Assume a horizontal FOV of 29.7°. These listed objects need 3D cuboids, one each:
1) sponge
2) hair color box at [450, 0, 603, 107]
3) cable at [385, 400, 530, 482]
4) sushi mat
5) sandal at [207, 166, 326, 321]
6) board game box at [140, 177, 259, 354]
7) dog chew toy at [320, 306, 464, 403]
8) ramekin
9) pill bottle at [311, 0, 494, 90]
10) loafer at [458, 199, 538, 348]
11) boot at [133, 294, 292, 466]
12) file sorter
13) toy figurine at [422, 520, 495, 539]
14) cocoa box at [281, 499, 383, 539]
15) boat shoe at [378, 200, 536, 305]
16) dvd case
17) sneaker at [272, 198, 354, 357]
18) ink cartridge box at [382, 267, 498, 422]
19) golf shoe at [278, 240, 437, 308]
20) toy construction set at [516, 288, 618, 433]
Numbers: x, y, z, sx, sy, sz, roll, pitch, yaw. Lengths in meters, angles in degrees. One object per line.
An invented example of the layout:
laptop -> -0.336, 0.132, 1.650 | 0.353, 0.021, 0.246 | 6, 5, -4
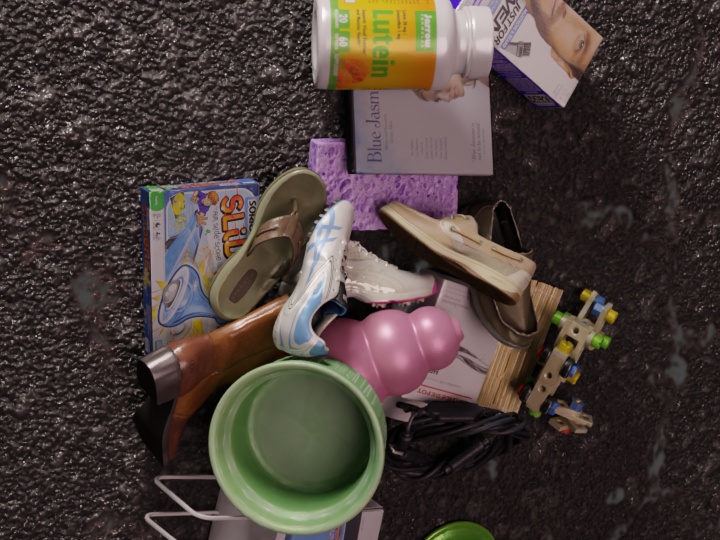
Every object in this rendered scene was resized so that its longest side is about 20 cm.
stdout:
sponge -> 0.030, -0.106, 1.666 | 0.200, 0.030, 0.112 | -4, 105, -26
hair color box -> 0.193, -0.300, 1.668 | 0.200, 0.065, 0.109 | 35, 79, -30
cable -> 0.124, 0.226, 1.749 | 0.200, 0.051, 0.163 | 1, 141, -22
sushi mat -> 0.202, 0.107, 1.820 | 0.096, 0.012, 0.200 | 16, 96, -30
sandal -> -0.098, -0.024, 1.566 | 0.080, 0.057, 0.201 | 32, 88, -30
board game box -> -0.185, -0.003, 1.581 | 0.135, 0.034, 0.200 | -7, 107, -26
dog chew toy -> 0.027, 0.102, 1.640 | 0.200, 0.125, 0.125 | -20, 114, 3
ramekin -> -0.064, 0.190, 1.548 | 0.200, 0.098, 0.200 | 2, 99, 10
pill bottle -> 0.047, -0.261, 1.552 | 0.200, 0.111, 0.111 | 0, 105, -6
loafer -> 0.177, 0.000, 1.690 | 0.075, 0.070, 0.200 | -4, 69, -40
boot -> -0.167, 0.129, 1.599 | 0.200, 0.068, 0.188 | -24, 135, -30
file sorter -> -0.189, 0.352, 1.606 | 0.124, 0.139, 0.200 | 8, 100, -37
toy figurine -> 0.178, 0.454, 1.804 | 0.150, 0.184, 0.200 | -41, 118, -11
cocoa box -> -0.076, 0.362, 1.673 | 0.131, 0.133, 0.200 | 4, 103, -35
boat shoe -> 0.117, -0.034, 1.642 | 0.200, 0.072, 0.065 | 31, 78, 3
dvd case -> 0.073, -0.187, 1.649 | 0.200, 0.018, 0.143 | -1, 88, -26
sneaker -> -0.038, 0.010, 1.557 | 0.072, 0.072, 0.200 | 80, 26, -63
ink cartridge box -> 0.103, 0.110, 1.740 | 0.116, 0.067, 0.200 | 17, 95, -30
golf shoe -> 0.000, 0.000, 1.648 | 0.200, 0.075, 0.092 | 0, 93, -19
toy construction set -> 0.276, 0.131, 1.822 | 0.131, 0.092, 0.200 | -27, 130, -60
